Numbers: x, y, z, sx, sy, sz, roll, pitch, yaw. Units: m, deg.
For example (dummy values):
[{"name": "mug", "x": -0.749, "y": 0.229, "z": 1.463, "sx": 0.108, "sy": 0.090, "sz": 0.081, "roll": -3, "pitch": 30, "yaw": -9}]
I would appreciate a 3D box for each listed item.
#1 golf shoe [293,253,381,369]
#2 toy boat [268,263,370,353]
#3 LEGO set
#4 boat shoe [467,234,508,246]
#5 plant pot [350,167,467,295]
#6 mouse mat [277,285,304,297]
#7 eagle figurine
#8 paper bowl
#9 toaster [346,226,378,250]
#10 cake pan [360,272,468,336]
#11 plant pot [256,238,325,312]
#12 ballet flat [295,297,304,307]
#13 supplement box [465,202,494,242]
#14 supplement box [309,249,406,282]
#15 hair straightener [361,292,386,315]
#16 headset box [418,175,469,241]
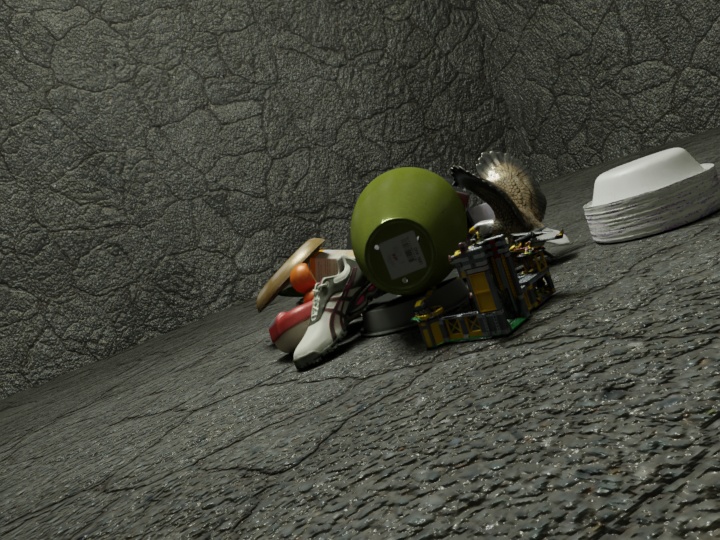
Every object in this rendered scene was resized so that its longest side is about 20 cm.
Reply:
[{"name": "golf shoe", "x": -0.053, "y": 0.064, "z": 0.883, "sx": 0.077, "sy": 0.088, "sz": 0.201, "roll": -25, "pitch": 21, "yaw": 53}, {"name": "toy boat", "x": -0.079, "y": 0.048, "z": 0.996, "sx": 0.197, "sy": 0.133, "sz": 0.130, "roll": -23, "pitch": -10, "yaw": -32}, {"name": "LEGO set", "x": 0.147, "y": 0.003, "z": 0.699, "sx": 0.198, "sy": 0.118, "sz": 0.153, "roll": -24, "pitch": 6, "yaw": -35}, {"name": "boat shoe", "x": 0.281, "y": -0.052, "z": 1.112, "sx": 0.198, "sy": 0.064, "sz": 0.071, "roll": -22, "pitch": 3, "yaw": -36}, {"name": "plant pot", "x": 0.062, "y": -0.043, "z": 0.795, "sx": 0.184, "sy": 0.191, "sz": 0.200, "roll": -19, "pitch": 9, "yaw": 12}, {"name": "mouse mat", "x": -0.058, "y": 0.043, "z": 1.187, "sx": 0.195, "sy": 0.008, "sz": 0.161, "roll": 4, "pitch": 9, "yaw": 13}, {"name": "eagle figurine", "x": 0.244, "y": -0.102, "z": 0.953, "sx": 0.148, "sy": 0.204, "sz": 0.152, "roll": -17, "pitch": 7, "yaw": -3}, {"name": "paper bowl", "x": 0.460, "y": -0.125, "z": 0.912, "sx": 0.197, "sy": 0.106, "sz": 0.201, "roll": -21, "pitch": 4, "yaw": 1}, {"name": "toaster", "x": 0.066, "y": -0.061, "z": 1.421, "sx": 0.179, "sy": 0.119, "sz": 0.202, "roll": -29, "pitch": -27, "yaw": -21}, {"name": "cake pan", "x": 0.086, "y": 0.051, "z": 0.928, "sx": 0.197, "sy": 0.037, "sz": 0.200, "roll": -21, "pitch": 5, "yaw": 2}, {"name": "plant pot", "x": -0.147, "y": 0.003, "z": 1.163, "sx": 0.200, "sy": 0.027, "sz": 0.200, "roll": -47, "pitch": 2, "yaw": 2}, {"name": "ballet flat", "x": -0.083, "y": 0.077, "z": 1.198, "sx": 0.068, "sy": 0.071, "sz": 0.200, "roll": -18, "pitch": 2, "yaw": 20}, {"name": "supplement box", "x": 0.255, "y": -0.082, "z": 1.220, "sx": 0.107, "sy": 0.062, "sz": 0.200, "roll": -21, "pitch": -15, "yaw": -14}, {"name": "supplement box", "x": 0.000, "y": 0.000, "z": 1.198, "sx": 0.195, "sy": 0.075, "sz": 0.126, "roll": 0, "pitch": 9, "yaw": 7}, {"name": "hair straightener", "x": 0.045, "y": -0.003, "z": 1.059, "sx": 0.203, "sy": 0.041, "sz": 0.077, "roll": -62, "pitch": -25, "yaw": 9}, {"name": "headset box", "x": 0.156, "y": -0.087, "z": 1.089, "sx": 0.073, "sy": 0.204, "sz": 0.149, "roll": 14, "pitch": 17, "yaw": 8}]
